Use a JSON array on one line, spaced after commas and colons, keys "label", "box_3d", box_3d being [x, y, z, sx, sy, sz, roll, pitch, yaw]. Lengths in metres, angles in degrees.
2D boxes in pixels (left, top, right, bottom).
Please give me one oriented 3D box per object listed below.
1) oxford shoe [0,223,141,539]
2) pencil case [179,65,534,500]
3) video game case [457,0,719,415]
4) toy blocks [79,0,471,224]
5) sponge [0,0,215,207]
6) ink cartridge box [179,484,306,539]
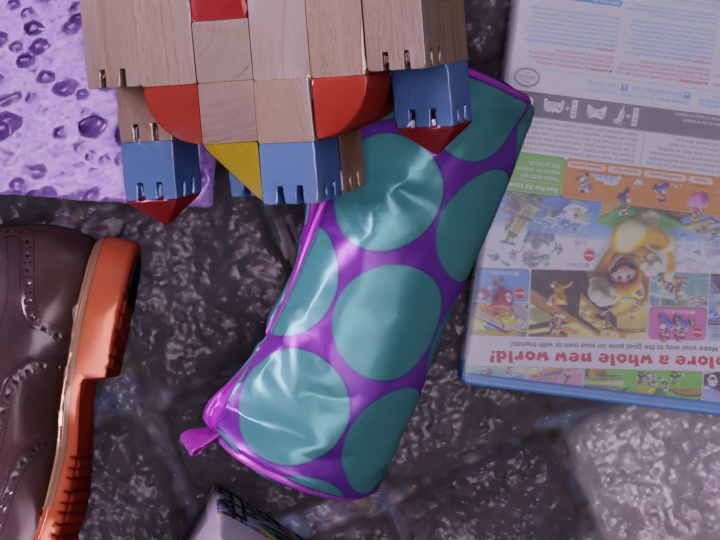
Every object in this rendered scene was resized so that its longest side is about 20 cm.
[{"label": "oxford shoe", "box_3d": [-0.153, 0.077, 1.121, 0.072, 0.071, 0.200, 14, 81, 1]}, {"label": "pencil case", "box_3d": [0.000, 0.000, 1.115, 0.092, 0.085, 0.200, 19, 96, -22]}, {"label": "video game case", "box_3d": [0.128, -0.039, 1.152, 0.143, 0.018, 0.200, 7, 97, -5]}, {"label": "toy blocks", "box_3d": [-0.034, -0.087, 1.047, 0.200, 0.100, 0.137, -2, 98, 22]}, {"label": "sponge", "box_3d": [-0.115, -0.130, 1.117, 0.111, 0.030, 0.200, 3, 96, -5]}, {"label": "ink cartridge box", "box_3d": [0.008, 0.175, 1.127, 0.200, 0.109, 0.050, 32, 95, -8]}]
